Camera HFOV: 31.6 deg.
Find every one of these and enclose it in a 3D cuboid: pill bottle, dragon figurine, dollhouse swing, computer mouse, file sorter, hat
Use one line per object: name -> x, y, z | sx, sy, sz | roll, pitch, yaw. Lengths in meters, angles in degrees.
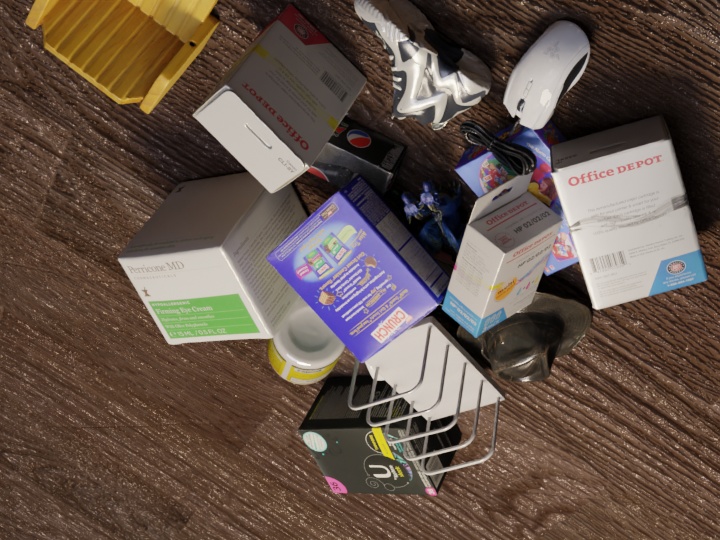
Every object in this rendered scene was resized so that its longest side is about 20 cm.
pill bottle -> -0.083, 0.110, 1.928 | 0.112, 0.113, 0.200 | 29, 163, 1
dragon figurine -> 0.115, -0.052, 1.721 | 0.059, 0.100, 0.200 | -4, 127, 31
dollhouse swing -> -0.291, -0.346, 1.628 | 0.200, 0.182, 0.176 | 38, 156, -7
computer mouse -> 0.202, -0.212, 1.533 | 0.110, 0.044, 0.200 | 44, 126, 22
file sorter -> 0.094, 0.188, 1.830 | 0.139, 0.125, 0.200 | -20, 131, 32
hat -> 0.229, 0.109, 1.782 | 0.200, 0.081, 0.201 | 2, 145, 1

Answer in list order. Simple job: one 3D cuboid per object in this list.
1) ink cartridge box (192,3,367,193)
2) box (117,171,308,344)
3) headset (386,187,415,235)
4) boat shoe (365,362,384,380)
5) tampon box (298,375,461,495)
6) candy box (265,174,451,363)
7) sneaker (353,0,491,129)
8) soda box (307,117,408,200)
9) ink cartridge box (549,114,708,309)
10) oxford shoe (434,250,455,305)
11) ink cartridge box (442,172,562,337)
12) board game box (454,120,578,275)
ink cartridge box -> -0.099, -0.218, 1.609 | 0.145, 0.200, 0.083 | 44, 135, -14
box -> -0.195, -0.020, 1.843 | 0.199, 0.200, 0.172 | -5, 125, 33
headset -> 0.012, -0.028, 1.803 | 0.123, 0.094, 0.200 | 19, 106, 17
boat shoe -> 0.023, 0.079, 1.922 | 0.065, 0.074, 0.200 | -13, 127, 17
tampon box -> 0.032, 0.263, 2.034 | 0.200, 0.126, 0.150 | -6, 126, 32
candy box -> 0.000, 0.000, 1.718 | 0.200, 0.077, 0.169 | 49, 126, -2
sneaker -> 0.051, -0.250, 1.586 | 0.199, 0.080, 0.130 | 31, 129, -16
soda box -> -0.043, -0.169, 1.724 | 0.200, 0.063, 0.071 | 27, 136, 4
ink cartridge box -> 0.328, -0.071, 1.560 | 0.145, 0.084, 0.200 | -15, 116, 14
oxford shoe -> 0.149, 0.033, 1.797 | 0.200, 0.075, 0.071 | 18, 133, 8
ink cartridge box -> 0.184, -0.022, 1.624 | 0.068, 0.115, 0.200 | 42, 142, 26
board game box -> 0.238, -0.097, 1.654 | 0.134, 0.045, 0.200 | -26, 114, 41
